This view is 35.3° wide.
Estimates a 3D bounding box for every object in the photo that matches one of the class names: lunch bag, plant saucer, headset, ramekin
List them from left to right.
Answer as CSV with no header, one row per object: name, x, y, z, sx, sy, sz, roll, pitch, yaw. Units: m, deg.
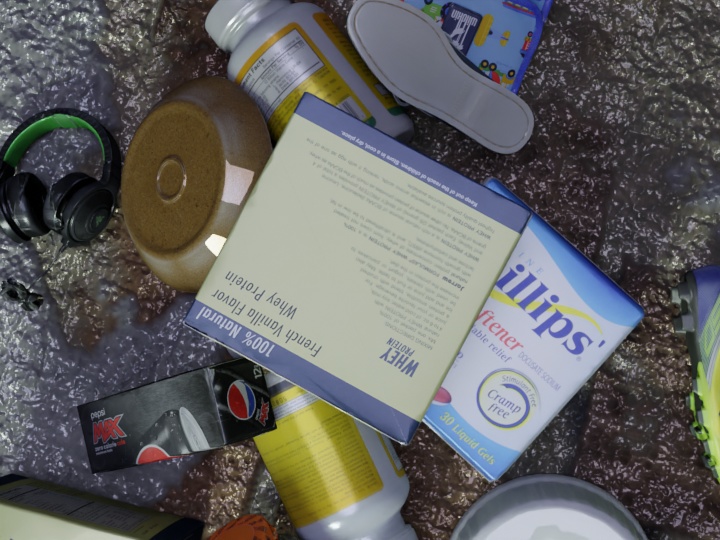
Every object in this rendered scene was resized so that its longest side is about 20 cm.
headset,-0.298,-0.062,1.064,0.123,0.094,0.201,2,76,13
plant saucer,-0.161,-0.081,1.032,0.200,0.035,0.201,-3,85,40
lunch bag,0.094,-0.255,1.040,0.150,0.094,0.201,16,100,-12
ramekin,0.170,0.286,0.998,0.199,0.098,0.202,0,86,5

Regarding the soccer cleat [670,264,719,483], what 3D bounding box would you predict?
soccer cleat,0.332,0.094,1.010,0.083,0.065,0.201,-7,85,3

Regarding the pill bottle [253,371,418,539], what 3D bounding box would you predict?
pill bottle,-0.024,0.176,1.017,0.112,0.112,0.201,-26,84,4

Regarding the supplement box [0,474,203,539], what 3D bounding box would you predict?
supplement box,-0.272,0.308,1.015,0.199,0.134,0.201,13,87,6

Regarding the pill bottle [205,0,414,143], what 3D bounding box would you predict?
pill bottle,-0.051,-0.173,1.041,0.113,0.113,0.200,-39,84,2

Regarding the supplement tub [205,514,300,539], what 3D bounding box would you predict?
supplement tub,-0.062,0.316,0.977,0.122,0.123,0.200,-35,108,3

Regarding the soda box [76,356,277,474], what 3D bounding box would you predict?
soda box,-0.167,0.131,1.007,0.200,0.063,0.071,-19,83,42

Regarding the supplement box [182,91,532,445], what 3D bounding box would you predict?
supplement box,0.000,0.000,0.906,0.199,0.134,0.200,28,90,4

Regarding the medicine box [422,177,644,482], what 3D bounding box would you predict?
medicine box,0.118,0.052,1.015,0.182,0.103,0.200,42,92,7

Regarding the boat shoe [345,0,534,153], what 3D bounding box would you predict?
boat shoe,0.066,-0.173,0.996,0.199,0.062,0.075,27,94,-21

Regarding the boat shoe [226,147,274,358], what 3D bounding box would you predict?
boat shoe,-0.088,-0.019,1.052,0.086,0.075,0.203,-7,79,22
